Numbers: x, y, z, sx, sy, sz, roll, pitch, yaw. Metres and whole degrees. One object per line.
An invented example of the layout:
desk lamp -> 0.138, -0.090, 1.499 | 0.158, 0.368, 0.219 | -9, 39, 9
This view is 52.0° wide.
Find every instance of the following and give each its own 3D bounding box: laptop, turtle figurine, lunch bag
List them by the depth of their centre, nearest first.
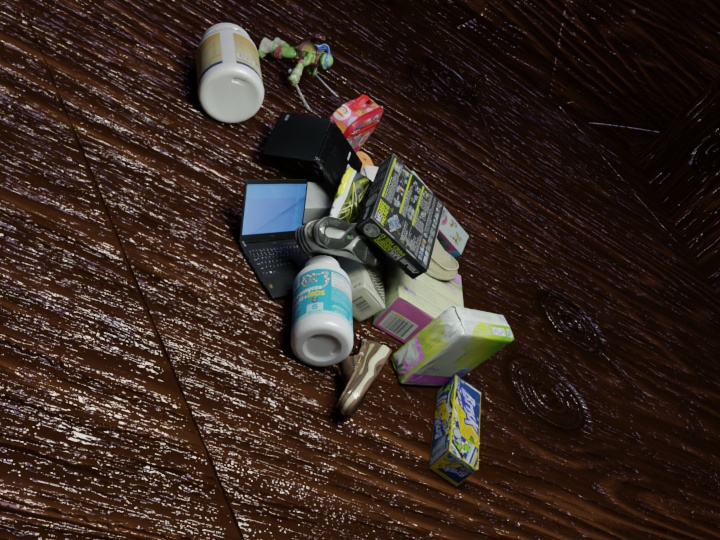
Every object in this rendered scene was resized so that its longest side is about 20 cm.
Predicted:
laptop -> -0.134, -0.065, 1.412 | 0.176, 0.103, 0.201 | -9, 59, -51
laptop -> -0.100, -0.248, 1.633 | 0.201, 0.102, 0.179 | 53, 32, -28
lunch bag -> -0.025, -0.351, 1.795 | 0.082, 0.177, 0.200 | 41, 33, 5
turtle figurine -> -0.168, -0.526, 1.937 | 0.191, 0.202, 0.145 | 26, 58, 16

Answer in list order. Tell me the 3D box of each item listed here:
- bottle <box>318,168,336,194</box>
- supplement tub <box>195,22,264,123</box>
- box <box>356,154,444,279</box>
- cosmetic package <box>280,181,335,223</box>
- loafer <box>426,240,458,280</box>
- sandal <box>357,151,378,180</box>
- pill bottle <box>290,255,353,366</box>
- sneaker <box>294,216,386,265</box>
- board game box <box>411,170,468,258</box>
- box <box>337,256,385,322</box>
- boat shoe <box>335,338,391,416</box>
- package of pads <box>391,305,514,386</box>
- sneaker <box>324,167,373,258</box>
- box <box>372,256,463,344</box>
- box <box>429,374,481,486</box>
bottle -> -0.012, -0.177, 1.712 | 0.201, 0.065, 0.083 | 51, 36, 12
supplement tub -> -0.291, -0.440, 1.632 | 0.143, 0.145, 0.202 | 20, 39, -32
box -> 0.083, -0.108, 1.445 | 0.160, 0.044, 0.202 | 40, 43, -21
cosmetic package -> -0.128, -0.143, 1.556 | 0.198, 0.051, 0.083 | -4, 53, -50
loafer -> 0.134, -0.055, 1.550 | 0.199, 0.068, 0.076 | 36, 33, -12
sandal -> 0.029, -0.242, 1.839 | 0.078, 0.059, 0.209 | 18, 40, -33
pill bottle -> -0.069, 0.064, 1.328 | 0.110, 0.111, 0.202 | 27, 35, -24
sneaker -> -0.044, -0.058, 1.416 | 0.199, 0.114, 0.077 | 18, 77, -45
board game box -> 0.119, -0.100, 1.621 | 0.200, 0.147, 0.065 | 45, 48, -18
box -> 0.000, 0.000, 1.502 | 0.082, 0.068, 0.202 | 47, 27, -35
boat shoe -> -0.011, 0.183, 1.304 | 0.074, 0.076, 0.202 | 30, 25, 7
package of pads -> 0.170, 0.148, 1.411 | 0.153, 0.200, 0.069 | 11, 48, -39
sneaker -> -0.021, -0.113, 1.511 | 0.083, 0.075, 0.204 | 17, 74, -3
box -> 0.123, 0.061, 1.559 | 0.174, 0.097, 0.202 | 30, 35, -19
box -> 0.179, 0.295, 1.380 | 0.070, 0.064, 0.201 | 34, 34, -12
